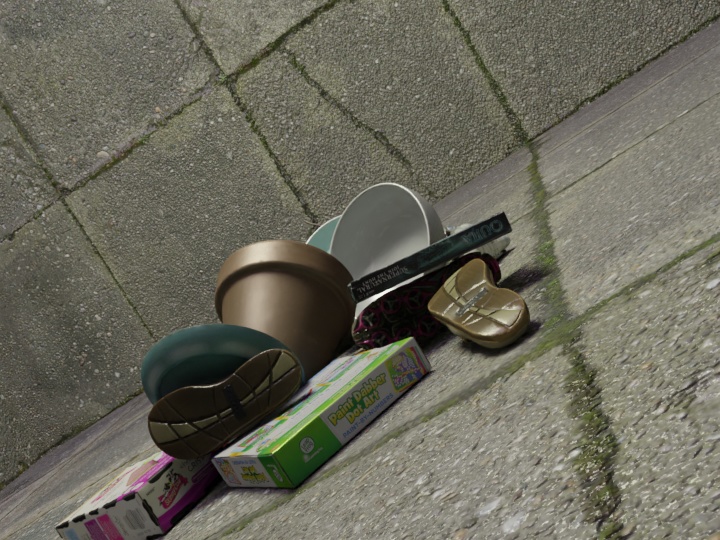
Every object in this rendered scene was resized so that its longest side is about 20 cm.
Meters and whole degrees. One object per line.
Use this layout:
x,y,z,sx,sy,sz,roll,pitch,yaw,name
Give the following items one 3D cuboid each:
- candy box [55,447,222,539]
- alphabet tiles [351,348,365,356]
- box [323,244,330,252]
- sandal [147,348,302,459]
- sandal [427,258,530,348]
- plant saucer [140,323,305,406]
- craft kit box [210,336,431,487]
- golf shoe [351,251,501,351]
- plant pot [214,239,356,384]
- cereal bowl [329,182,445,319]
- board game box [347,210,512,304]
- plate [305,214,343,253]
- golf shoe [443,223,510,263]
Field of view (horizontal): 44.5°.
-0.266,0.278,1.082,0.199,0.061,0.136,-31,5,38,candy box
0.029,0.103,1.182,0.199,0.008,0.167,-35,5,-13,alphabet tiles
-0.049,0.024,1.471,0.197,0.048,0.194,-18,-26,-5,box
-0.150,0.151,1.001,0.198,0.083,0.055,-31,-15,8,sandal
0.124,0.044,0.902,0.080,0.054,0.200,-39,19,-2,sandal
-0.164,0.141,1.050,0.199,0.200,0.028,-31,37,24,plant saucer
-0.046,0.155,0.947,0.199,0.049,0.197,-36,3,-29,craft kit box
0.077,0.046,1.080,0.198,0.074,0.092,-25,-2,-12,golf shoe
-0.108,0.091,1.153,0.199,0.200,0.176,-30,36,34,plant pot
0.049,-0.019,1.267,0.199,0.203,0.083,-30,-29,37,cereal bowl
0.078,-0.013,1.058,0.197,0.029,0.135,-25,-1,-2,board game box
0.000,0.000,1.352,0.199,0.201,0.026,-34,-27,-8,plate
0.171,-0.037,1.270,0.096,0.080,0.200,-15,14,4,golf shoe
